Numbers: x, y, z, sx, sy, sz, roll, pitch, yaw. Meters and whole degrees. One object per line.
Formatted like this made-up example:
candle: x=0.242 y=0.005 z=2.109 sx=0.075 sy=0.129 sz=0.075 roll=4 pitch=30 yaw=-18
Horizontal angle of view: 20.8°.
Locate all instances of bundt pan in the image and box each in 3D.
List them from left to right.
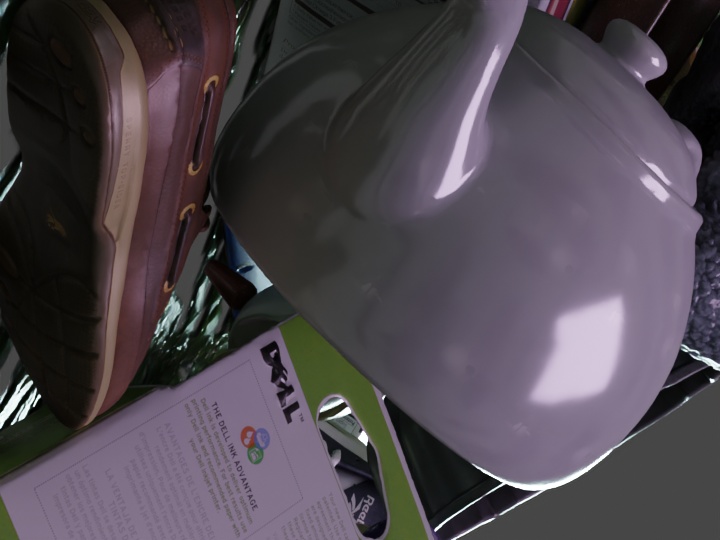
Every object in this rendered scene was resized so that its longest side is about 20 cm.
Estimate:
bundt pan: x=0.087 y=0.062 z=0.981 sx=0.201 sy=0.076 sz=0.202 roll=-29 pitch=167 yaw=-7

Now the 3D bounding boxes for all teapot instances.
teapot: x=0.054 y=-0.028 z=0.707 sx=0.146 sy=0.197 sz=0.200 roll=-47 pitch=-160 yaw=7

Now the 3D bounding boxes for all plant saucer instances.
plant saucer: x=0.137 y=-0.125 z=0.862 sx=0.200 sy=0.032 sz=0.200 roll=-53 pitch=171 yaw=-12

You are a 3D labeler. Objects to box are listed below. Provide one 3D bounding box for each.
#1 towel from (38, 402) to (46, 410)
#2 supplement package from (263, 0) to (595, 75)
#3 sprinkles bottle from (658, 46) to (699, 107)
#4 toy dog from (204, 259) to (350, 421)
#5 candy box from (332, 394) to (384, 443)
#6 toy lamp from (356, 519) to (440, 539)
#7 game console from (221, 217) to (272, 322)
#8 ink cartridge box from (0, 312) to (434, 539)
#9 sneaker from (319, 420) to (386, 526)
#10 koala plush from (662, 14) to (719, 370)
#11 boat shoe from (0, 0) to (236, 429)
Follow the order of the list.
towel: x=-0.114 y=0.166 z=0.878 sx=0.166 sy=0.085 sz=0.200 roll=-51 pitch=144 yaw=-26
supplement package: x=0.045 y=-0.136 z=0.810 sx=0.114 sy=0.109 sz=0.200 roll=-49 pitch=167 yaw=-35
sprinkles bottle: x=0.139 y=-0.112 z=1.080 sx=0.068 sy=0.068 sz=0.200 roll=-58 pitch=-178 yaw=5
toy dog: x=0.000 y=0.000 z=0.928 sx=0.200 sy=0.097 sz=0.132 roll=-34 pitch=172 yaw=1
candy box: x=0.001 y=0.077 z=1.355 sx=0.201 sy=0.061 sz=0.136 roll=-58 pitch=170 yaw=9
toy lamp: x=-0.042 y=0.109 z=0.948 sx=0.058 sy=0.200 sz=0.059 roll=-16 pitch=118 yaw=-34
game console: x=-0.004 y=-0.067 z=1.037 sx=0.200 sy=0.118 sz=0.172 roll=96 pitch=-1 yaw=-69
ink cartridge box: x=-0.071 y=0.113 z=0.784 sx=0.076 sy=0.148 sz=0.200 roll=-9 pitch=-164 yaw=46
sneaker: x=-0.035 y=0.120 z=1.138 sx=0.080 sy=0.129 sz=0.199 roll=-56 pitch=169 yaw=-4
koala plush: x=0.235 y=-0.025 z=0.901 sx=0.184 sy=0.199 sz=0.178 roll=-88 pitch=-158 yaw=-82
boat shoe: x=-0.080 y=-0.018 z=0.666 sx=0.067 sy=0.072 sz=0.201 roll=-24 pitch=150 yaw=-30
